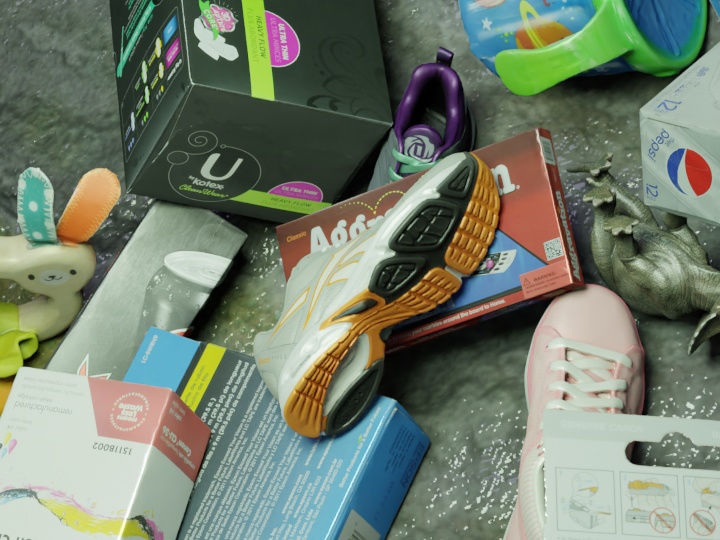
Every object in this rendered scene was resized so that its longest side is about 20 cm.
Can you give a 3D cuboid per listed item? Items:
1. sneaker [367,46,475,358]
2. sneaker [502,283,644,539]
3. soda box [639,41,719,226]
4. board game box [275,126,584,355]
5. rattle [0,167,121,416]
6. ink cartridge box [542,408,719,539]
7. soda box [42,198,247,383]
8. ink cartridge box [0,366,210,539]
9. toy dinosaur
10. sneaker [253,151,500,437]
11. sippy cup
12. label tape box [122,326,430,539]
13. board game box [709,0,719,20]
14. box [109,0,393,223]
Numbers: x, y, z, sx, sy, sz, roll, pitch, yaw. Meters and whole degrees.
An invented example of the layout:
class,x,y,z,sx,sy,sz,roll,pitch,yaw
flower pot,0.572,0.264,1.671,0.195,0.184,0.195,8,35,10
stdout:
class,x,y,z,sx,sy,sz,roll,pitch,yaw
sneaker,0.026,-0.046,1.541,0.074,0.088,0.200,9,66,7
sneaker,0.134,0.093,1.393,0.075,0.105,0.201,15,71,-4
soda box,0.246,-0.106,1.423,0.063,0.068,0.200,19,41,34
board game box,0.040,-0.009,1.488,0.200,0.019,0.103,-20,71,29
rattle,-0.231,0.035,1.594,0.200,0.130,0.143,-29,37,38
ink cartridge box,0.176,0.183,1.313,0.162,0.057,0.200,5,58,-9
soda box,-0.158,0.045,1.596,0.071,0.063,0.200,32,79,-2
ink cartridge box,-0.183,0.168,1.465,0.116,0.068,0.200,6,66,25
toy dinosaur,0.172,-0.009,1.454,0.077,0.102,0.200,-31,34,-24
sneaker,0.000,0.000,1.459,0.200,0.076,0.092,-51,43,5
sippy cup,0.139,-0.183,1.551,0.130,0.178,0.140,-12,86,35
label tape box,-0.075,0.132,1.517,0.200,0.063,0.144,16,71,33
board game box,0.252,-0.281,1.495,0.056,0.200,0.196,6,67,29
box,-0.079,-0.151,1.602,0.124,0.148,0.200,-53,36,45
